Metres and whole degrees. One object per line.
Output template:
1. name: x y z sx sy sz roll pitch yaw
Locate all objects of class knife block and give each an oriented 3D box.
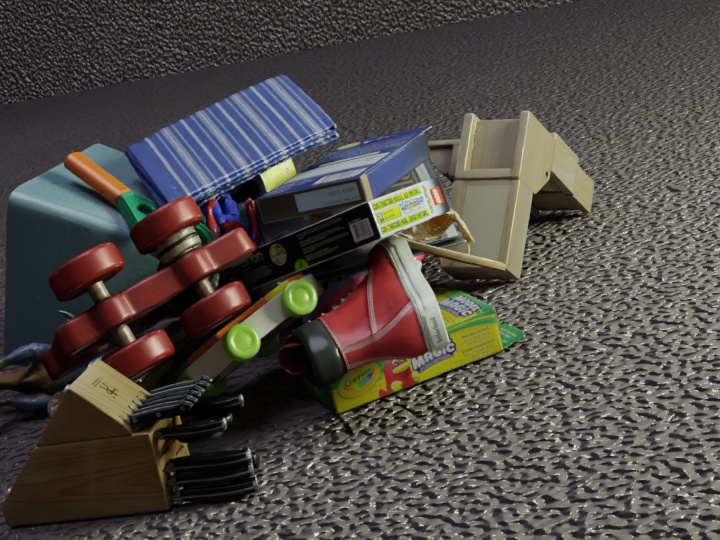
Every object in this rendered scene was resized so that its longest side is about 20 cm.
1. knife block: -0.179 0.167 1.191 0.201 0.175 0.064 -56 -2 23

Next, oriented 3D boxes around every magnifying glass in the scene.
1. magnifying glass: -0.224 -0.061 1.457 0.199 0.023 0.079 37 30 22

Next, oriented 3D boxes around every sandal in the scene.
1. sandal: 0.047 -0.054 1.399 0.209 0.071 0.077 12 -1 28

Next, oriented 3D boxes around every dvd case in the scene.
1. dvd case: -0.004 -0.051 1.496 0.197 0.016 0.149 -15 38 -6

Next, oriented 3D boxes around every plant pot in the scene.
1. plant pot: -0.245 0.003 1.546 0.197 0.198 0.196 15 24 15

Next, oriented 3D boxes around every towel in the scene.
1. towel: -0.136 -0.131 1.503 0.198 0.024 0.145 -27 41 -14

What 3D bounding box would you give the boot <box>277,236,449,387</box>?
1. boot: -0.010 0.037 1.281 0.142 0.073 0.200 -20 19 -1

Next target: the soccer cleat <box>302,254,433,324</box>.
1. soccer cleat: 0.000 0.000 1.493 0.076 0.067 0.200 29 54 30

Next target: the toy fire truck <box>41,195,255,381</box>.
1. toy fire truck: -0.193 0.028 1.298 0.199 0.113 0.168 -31 -2 -21

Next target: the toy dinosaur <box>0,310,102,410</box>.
1. toy dinosaur: -0.292 0.086 1.463 0.179 0.107 0.199 -11 8 -27

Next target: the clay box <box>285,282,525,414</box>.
1. clay box: 0.042 0.064 1.340 0.198 0.048 0.115 -21 19 -18

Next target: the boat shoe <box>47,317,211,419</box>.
1. boat shoe: -0.210 0.109 1.360 0.074 0.074 0.200 -3 25 42

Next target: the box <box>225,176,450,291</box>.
1. box: -0.025 -0.030 1.331 0.199 0.035 0.110 -21 2 41

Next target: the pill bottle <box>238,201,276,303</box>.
1. pill bottle: -0.112 -0.019 1.630 0.111 0.114 0.199 -22 17 -28

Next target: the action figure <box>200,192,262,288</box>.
1. action figure: -0.141 -0.055 1.500 0.065 0.052 0.201 11 39 -43

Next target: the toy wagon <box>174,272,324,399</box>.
1. toy wagon: -0.118 0.076 1.323 0.199 0.040 0.155 -37 -4 -25

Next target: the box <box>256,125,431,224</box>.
1. box: -0.008 -0.099 1.466 0.120 0.033 0.200 -10 16 28

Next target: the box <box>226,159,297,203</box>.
1. box: -0.151 -0.110 1.619 0.050 0.076 0.199 -25 8 -35

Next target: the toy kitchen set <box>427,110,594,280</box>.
1. toy kitchen set: 0.143 -0.057 1.620 0.161 0.183 0.200 0 -19 31
